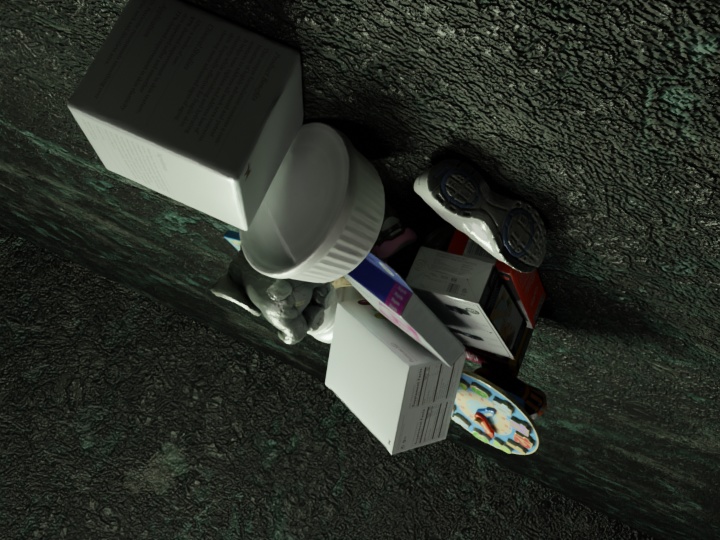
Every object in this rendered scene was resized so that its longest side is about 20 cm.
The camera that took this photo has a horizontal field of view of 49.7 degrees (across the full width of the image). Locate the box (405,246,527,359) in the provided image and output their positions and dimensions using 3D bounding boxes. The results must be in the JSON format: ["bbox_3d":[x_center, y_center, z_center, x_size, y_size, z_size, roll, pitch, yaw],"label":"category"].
[{"bbox_3d":[0.151,0.048,1.089,0.116,0.061,0.200,14,160,32],"label":"box"}]

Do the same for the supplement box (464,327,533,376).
[{"bbox_3d":[0.182,0.084,1.287,0.198,0.111,0.086,19,165,20],"label":"supplement box"}]

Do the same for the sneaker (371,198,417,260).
[{"bbox_3d":[0.018,-0.065,1.161,0.096,0.079,0.200,56,164,-6],"label":"sneaker"}]

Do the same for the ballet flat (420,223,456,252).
[{"bbox_3d":[0.145,-0.007,1.163,0.067,0.057,0.200,59,-172,29],"label":"ballet flat"}]

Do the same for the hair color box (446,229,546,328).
[{"bbox_3d":[0.198,0.010,1.120,0.101,0.062,0.200,16,162,29],"label":"hair color box"}]

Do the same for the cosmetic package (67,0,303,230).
[{"bbox_3d":[-0.188,-0.179,0.890,0.198,0.169,0.167,24,163,3],"label":"cosmetic package"}]

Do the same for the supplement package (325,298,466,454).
[{"bbox_3d":[0.048,0.154,1.212,0.110,0.157,0.200,-8,-151,-34],"label":"supplement package"}]

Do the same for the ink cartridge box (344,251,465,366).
[{"bbox_3d":[0.034,0.031,1.085,0.200,0.043,0.196,45,175,-41],"label":"ink cartridge box"}]

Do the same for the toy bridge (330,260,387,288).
[{"bbox_3d":[0.000,0.000,1.235,0.067,0.028,0.200,17,-160,23],"label":"toy bridge"}]

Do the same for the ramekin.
[{"bbox_3d":[-0.057,-0.077,0.991,0.201,0.205,0.094,8,169,45],"label":"ramekin"}]

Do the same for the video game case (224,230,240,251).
[{"bbox_3d":[-0.155,-0.005,1.479,0.142,0.018,0.200,14,158,34],"label":"video game case"}]

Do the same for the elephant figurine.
[{"bbox_3d":[-0.146,0.012,1.124,0.199,0.141,0.156,26,136,27],"label":"elephant figurine"}]

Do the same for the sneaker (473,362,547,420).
[{"bbox_3d":[0.203,0.192,1.293,0.199,0.078,0.112,-6,145,45],"label":"sneaker"}]

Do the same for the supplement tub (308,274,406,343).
[{"bbox_3d":[-0.012,0.059,1.349,0.199,0.146,0.144,13,175,-41],"label":"supplement tub"}]

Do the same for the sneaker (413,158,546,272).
[{"bbox_3d":[0.150,-0.069,0.955,0.199,0.075,0.087,38,172,-20],"label":"sneaker"}]

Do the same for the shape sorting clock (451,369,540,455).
[{"bbox_3d":[0.191,0.223,1.220,0.199,0.039,0.201,28,151,17],"label":"shape sorting clock"}]
